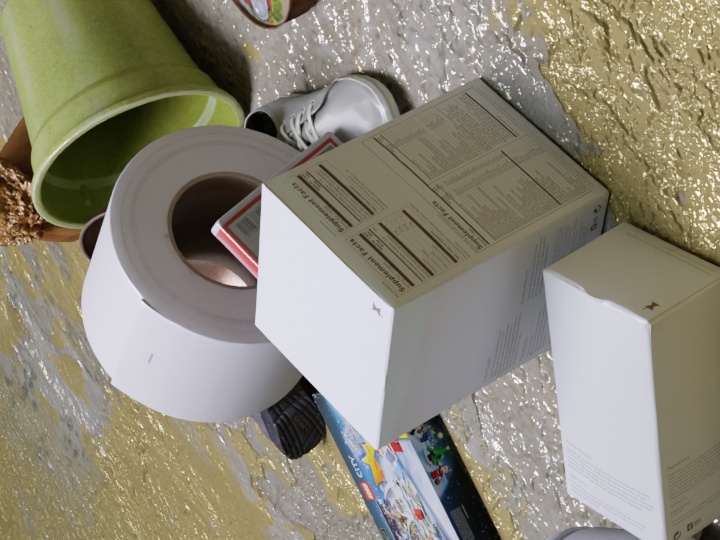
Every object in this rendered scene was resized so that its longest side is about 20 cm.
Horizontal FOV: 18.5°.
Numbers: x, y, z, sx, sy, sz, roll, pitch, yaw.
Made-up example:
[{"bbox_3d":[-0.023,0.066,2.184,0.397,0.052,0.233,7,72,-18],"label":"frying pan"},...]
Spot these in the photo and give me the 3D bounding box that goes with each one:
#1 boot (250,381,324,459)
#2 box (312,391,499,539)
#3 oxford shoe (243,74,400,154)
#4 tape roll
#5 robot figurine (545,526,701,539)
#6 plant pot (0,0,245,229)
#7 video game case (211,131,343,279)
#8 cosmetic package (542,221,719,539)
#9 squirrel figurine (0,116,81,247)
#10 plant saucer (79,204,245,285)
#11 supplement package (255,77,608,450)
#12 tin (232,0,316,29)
[{"bbox_3d":[-0.109,0.079,2.079,0.132,0.070,0.201,35,145,43],"label":"boot"},{"bbox_3d":[0.043,0.182,1.950,0.201,0.038,0.136,64,153,-3],"label":"box"},{"bbox_3d":[-0.032,-0.114,1.794,0.200,0.058,0.076,-1,110,57],"label":"oxford shoe"},{"bbox_3d":[-0.116,0.003,1.784,0.203,0.202,0.139,53,149,16],"label":"tape roll"},{"bbox_3d":[0.192,0.247,1.629,0.113,0.170,0.200,48,152,-23],"label":"robot figurine"},{"bbox_3d":[-0.229,-0.170,1.966,0.185,0.199,0.201,63,155,23],"label":"plant pot"},{"bbox_3d":[0.000,0.000,1.704,0.200,0.143,0.017,45,143,5],"label":"video game case"},{"bbox_3d":[0.198,0.082,1.544,0.107,0.085,0.201,31,139,44],"label":"cosmetic package"},{"bbox_3d":[-0.294,-0.068,2.131,0.187,0.199,0.142,31,136,58],"label":"squirrel figurine"},{"bbox_3d":[-0.150,-0.029,1.981,0.200,0.199,0.037,129,150,-61],"label":"plant saucer"},{"bbox_3d":[0.048,-0.008,1.595,0.151,0.199,0.152,44,147,31],"label":"supplement package"},{"bbox_3d":[-0.084,-0.289,1.747,0.112,0.042,0.201,31,139,52],"label":"tin"}]
